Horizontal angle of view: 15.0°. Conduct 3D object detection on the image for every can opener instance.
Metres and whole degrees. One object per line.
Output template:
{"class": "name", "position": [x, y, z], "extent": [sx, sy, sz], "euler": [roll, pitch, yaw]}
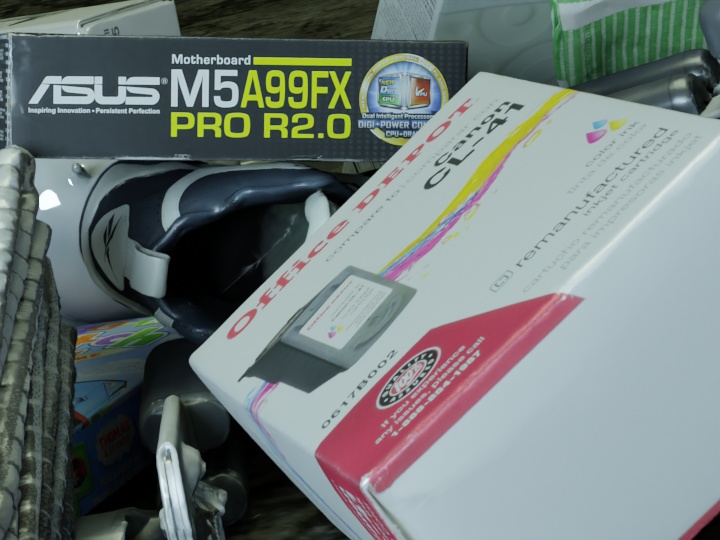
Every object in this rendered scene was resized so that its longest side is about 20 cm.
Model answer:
{"class": "can opener", "position": [0.118, -0.079, 1.067], "extent": [0.200, 0.067, 0.053], "euler": [-15, 18, 25]}
{"class": "can opener", "position": [-0.074, 0.067, 0.937], "extent": [0.067, 0.053, 0.200], "euler": [-12, 10, -2]}

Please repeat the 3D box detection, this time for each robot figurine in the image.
{"class": "robot figurine", "position": [-0.135, -0.022, 1.207], "extent": [0.170, 0.113, 0.200], "euler": [-23, -2, -33]}

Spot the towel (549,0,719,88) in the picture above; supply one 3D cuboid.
{"class": "towel", "position": [0.158, -0.077, 1.150], "extent": [0.152, 0.200, 0.023], "euler": [-10, 56, 4]}

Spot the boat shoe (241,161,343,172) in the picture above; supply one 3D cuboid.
{"class": "boat shoe", "position": [0.011, -0.030, 1.313], "extent": [0.200, 0.071, 0.064], "euler": [-9, 41, -28]}

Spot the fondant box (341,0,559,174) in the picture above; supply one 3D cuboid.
{"class": "fondant box", "position": [0.078, -0.089, 1.185], "extent": [0.144, 0.200, 0.058], "euler": [-11, 55, -19]}

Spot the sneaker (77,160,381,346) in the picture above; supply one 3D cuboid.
{"class": "sneaker", "position": [0.000, 0.000, 1.001], "extent": [0.199, 0.080, 0.130], "euler": [11, 11, -13]}

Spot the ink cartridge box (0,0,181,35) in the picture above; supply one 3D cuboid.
{"class": "ink cartridge box", "position": [-0.180, -0.054, 1.401], "extent": [0.200, 0.146, 0.084], "euler": [-4, 13, 34]}

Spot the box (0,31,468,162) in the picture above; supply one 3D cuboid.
{"class": "box", "position": [-0.059, -0.065, 1.008], "extent": [0.160, 0.044, 0.200], "euler": [1, 4, -11]}

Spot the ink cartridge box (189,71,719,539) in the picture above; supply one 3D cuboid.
{"class": "ink cartridge box", "position": [0.045, 0.023, 0.815], "extent": [0.148, 0.086, 0.200], "euler": [-44, 19, -7]}

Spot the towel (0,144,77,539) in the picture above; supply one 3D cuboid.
{"class": "towel", "position": [-0.171, 0.063, 0.847], "extent": [0.165, 0.086, 0.200], "euler": [-16, 34, 8]}

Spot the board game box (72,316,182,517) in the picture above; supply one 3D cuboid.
{"class": "board game box", "position": [-0.143, 0.063, 1.068], "extent": [0.151, 0.037, 0.200], "euler": [-8, 11, 23]}
